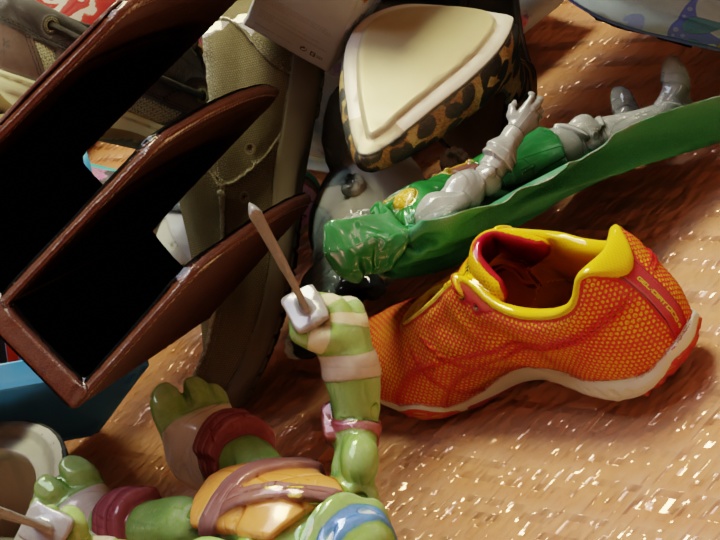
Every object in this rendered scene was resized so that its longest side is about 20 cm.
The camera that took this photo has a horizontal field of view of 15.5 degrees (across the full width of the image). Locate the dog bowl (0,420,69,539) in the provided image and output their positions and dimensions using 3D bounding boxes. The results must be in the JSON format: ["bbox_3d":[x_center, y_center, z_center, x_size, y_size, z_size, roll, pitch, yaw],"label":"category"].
[{"bbox_3d":[-0.193,0.159,1.161,0.200,0.074,0.200,-28,23,13],"label":"dog bowl"}]

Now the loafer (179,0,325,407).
[{"bbox_3d":[-0.059,-0.036,1.246,0.067,0.201,0.076,10,0,0],"label":"loafer"}]

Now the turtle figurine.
[{"bbox_3d":[-0.067,0.062,1.018,0.194,0.199,0.144,-5,61,64],"label":"turtle figurine"}]

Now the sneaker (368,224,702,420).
[{"bbox_3d":[0.058,0.013,1.106,0.200,0.077,0.073,-14,31,50],"label":"sneaker"}]

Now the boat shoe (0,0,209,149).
[{"bbox_3d":[-0.104,-0.095,1.283,0.072,0.200,0.066,30,106,46],"label":"boat shoe"}]

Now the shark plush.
[{"bbox_3d":[0.000,0.000,1.235,0.083,0.091,0.200,-46,21,23],"label":"shark plush"}]

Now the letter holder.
[{"bbox_3d":[-0.078,-0.044,1.098,0.142,0.101,0.200,-45,-2,15],"label":"letter holder"}]

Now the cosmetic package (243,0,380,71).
[{"bbox_3d":[0.020,-0.189,1.223,0.200,0.051,0.083,-58,-5,-36],"label":"cosmetic package"}]

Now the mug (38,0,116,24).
[{"bbox_3d":[-0.246,-0.114,1.691,0.177,0.134,0.200,-7,32,44],"label":"mug"}]

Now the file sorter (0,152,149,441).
[{"bbox_3d":[-0.220,0.023,1.241,0.199,0.123,0.139,-10,-14,-18],"label":"file sorter"}]

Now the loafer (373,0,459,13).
[{"bbox_3d":[-0.039,-0.142,1.294,0.199,0.063,0.072,-2,33,1],"label":"loafer"}]

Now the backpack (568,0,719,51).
[{"bbox_3d":[0.164,-0.193,1.222,0.182,0.147,0.200,10,34,-4],"label":"backpack"}]

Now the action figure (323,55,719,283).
[{"bbox_3d":[0.063,-0.039,1.148,0.200,0.055,0.118,-25,-4,-35],"label":"action figure"}]

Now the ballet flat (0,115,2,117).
[{"bbox_3d":[-0.201,-0.065,1.313,0.075,0.064,0.200,3,-4,25],"label":"ballet flat"}]

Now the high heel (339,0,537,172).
[{"bbox_3d":[0.039,-0.064,1.223,0.071,0.143,0.200,11,40,16],"label":"high heel"}]

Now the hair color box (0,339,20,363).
[{"bbox_3d":[-0.265,0.035,1.343,0.199,0.102,0.061,-10,5,-23],"label":"hair color box"}]

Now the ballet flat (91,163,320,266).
[{"bbox_3d":[-0.108,-0.021,1.395,0.199,0.069,0.071,4,57,37],"label":"ballet flat"}]

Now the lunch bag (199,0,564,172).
[{"bbox_3d":[-0.005,-0.146,1.442,0.169,0.127,0.200,-38,13,-11],"label":"lunch bag"}]
